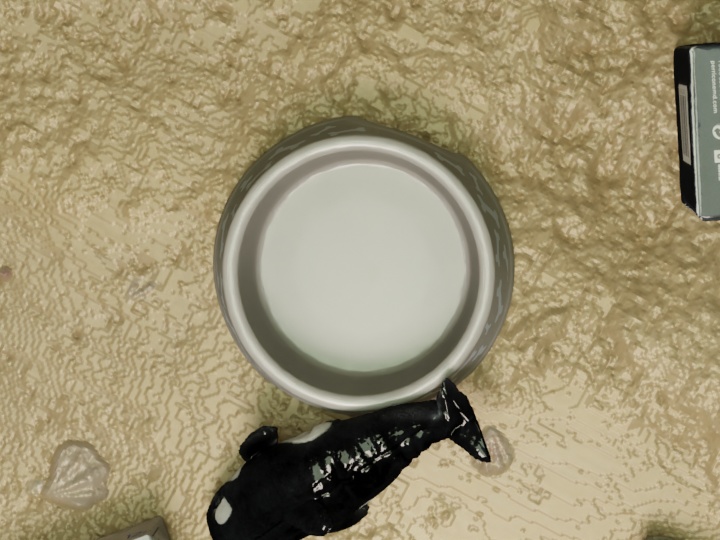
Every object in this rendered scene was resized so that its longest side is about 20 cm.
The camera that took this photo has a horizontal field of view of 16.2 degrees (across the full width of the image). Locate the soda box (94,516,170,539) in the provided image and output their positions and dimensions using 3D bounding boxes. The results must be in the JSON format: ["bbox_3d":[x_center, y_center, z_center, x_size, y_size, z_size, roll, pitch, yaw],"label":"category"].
[{"bbox_3d":[-0.214,0.230,1.661,0.199,0.063,0.069,-21,94,5],"label":"soda box"}]

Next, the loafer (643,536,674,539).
[{"bbox_3d":[0.261,0.242,1.637,0.199,0.072,0.063,27,112,8],"label":"loafer"}]

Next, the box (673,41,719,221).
[{"bbox_3d":[0.298,-0.093,1.563,0.199,0.148,0.108,-4,94,4],"label":"box"}]

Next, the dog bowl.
[{"bbox_3d":[0.000,0.000,1.634,0.199,0.059,0.202,0,94,3],"label":"dog bowl"}]

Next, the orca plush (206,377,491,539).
[{"bbox_3d":[-0.012,0.147,1.616,0.199,0.071,0.106,-15,131,12],"label":"orca plush"}]
